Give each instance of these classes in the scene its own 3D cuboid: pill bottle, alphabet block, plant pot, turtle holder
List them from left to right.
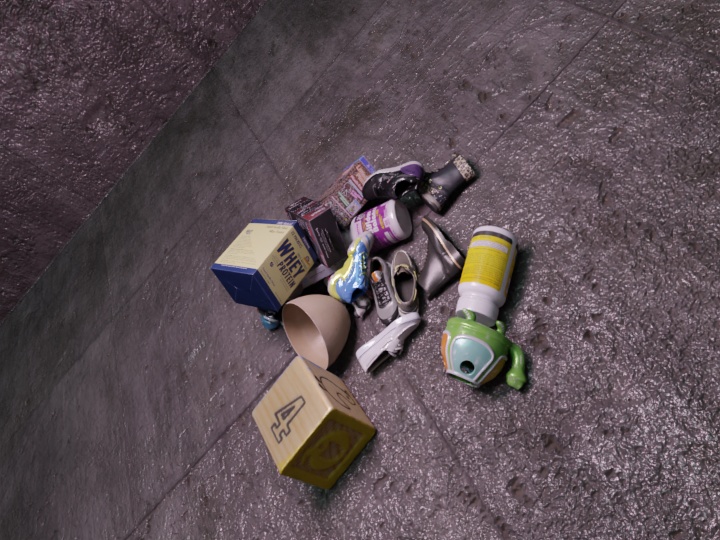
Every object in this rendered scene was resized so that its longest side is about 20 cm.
[{"bbox_3d":[-0.115,0.368,1.351,0.198,0.194,0.200,-51,44,4],"label":"alphabet block"},{"bbox_3d":[-0.103,0.147,1.505,0.133,0.207,0.197,-31,32,-33],"label":"plant pot"},{"bbox_3d":[0.040,-0.115,1.578,0.195,0.112,0.116,-22,51,29],"label":"pill bottle"},{"bbox_3d":[0.257,0.181,1.197,0.135,0.181,0.141,-65,13,-15],"label":"turtle holder"},{"bbox_3d":[0.287,0.015,1.274,0.112,0.114,0.206,3,65,41],"label":"pill bottle"}]

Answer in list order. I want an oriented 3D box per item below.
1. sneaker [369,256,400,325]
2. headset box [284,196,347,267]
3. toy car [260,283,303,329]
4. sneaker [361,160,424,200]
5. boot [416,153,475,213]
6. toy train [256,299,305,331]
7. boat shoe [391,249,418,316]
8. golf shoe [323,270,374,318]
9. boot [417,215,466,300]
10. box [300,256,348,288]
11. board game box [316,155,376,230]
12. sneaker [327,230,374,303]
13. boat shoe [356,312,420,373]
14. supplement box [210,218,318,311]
[{"bbox_3d":[0.057,0.054,1.480,0.072,0.079,0.205,-27,50,22],"label":"sneaker"},{"bbox_3d":[-0.121,-0.108,1.562,0.076,0.153,0.199,-31,30,-17],"label":"headset box"},{"bbox_3d":[-0.247,0.038,1.729,0.194,0.189,0.178,-23,42,-12],"label":"toy car"},{"bbox_3d":[0.079,-0.230,1.518,0.195,0.076,0.089,-19,35,31],"label":"sneaker"},{"bbox_3d":[0.216,-0.266,1.551,0.153,0.073,0.206,-40,44,8],"label":"boot"},{"bbox_3d":[-0.214,0.117,1.602,0.113,0.196,0.088,22,90,57],"label":"toy train"},{"bbox_3d":[0.115,0.022,1.444,0.069,0.061,0.207,-9,52,6],"label":"boat shoe"},{"bbox_3d":[-0.048,0.064,1.569,0.197,0.072,0.094,23,80,47],"label":"golf shoe"},{"bbox_3d":[0.177,-0.037,1.439,0.139,0.077,0.202,-46,42,15],"label":"boot"},{"bbox_3d":[-0.128,-0.036,1.651,0.152,0.042,0.200,-27,26,-6],"label":"box"},{"bbox_3d":[-0.047,-0.217,1.656,0.202,0.097,0.158,-51,14,-18],"label":"board game box"},{"bbox_3d":[0.000,0.000,1.491,0.104,0.075,0.204,32,91,30],"label":"sneaker"},{"bbox_3d":[0.079,0.184,1.394,0.199,0.073,0.067,-40,60,19],"label":"boat shoe"},{"bbox_3d":[-0.260,-0.021,1.521,0.195,0.136,0.202,6,49,41],"label":"supplement box"}]
